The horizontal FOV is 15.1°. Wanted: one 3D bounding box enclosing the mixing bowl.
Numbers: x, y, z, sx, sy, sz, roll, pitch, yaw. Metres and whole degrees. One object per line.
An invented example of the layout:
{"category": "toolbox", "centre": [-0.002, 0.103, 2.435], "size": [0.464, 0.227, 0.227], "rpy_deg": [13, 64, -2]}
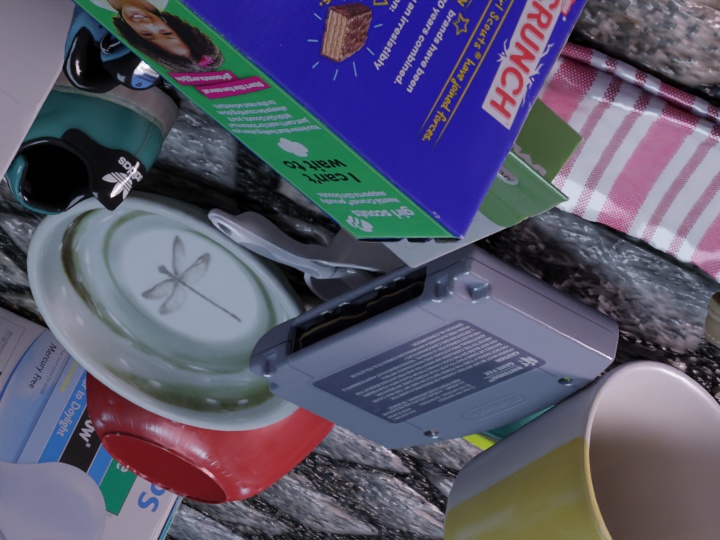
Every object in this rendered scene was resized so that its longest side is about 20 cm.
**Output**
{"category": "mixing bowl", "centre": [-0.112, 0.089, 1.857], "size": [0.200, 0.109, 0.200], "rpy_deg": [23, 159, 9]}

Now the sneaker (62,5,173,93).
{"category": "sneaker", "centre": [-0.083, -0.125, 1.333], "size": [0.078, 0.090, 0.200], "rpy_deg": [34, 157, -22]}

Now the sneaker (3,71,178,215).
{"category": "sneaker", "centre": [-0.199, -0.078, 1.590], "size": [0.200, 0.080, 0.071], "rpy_deg": [7, 153, 41]}

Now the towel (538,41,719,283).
{"category": "towel", "centre": [0.157, -0.042, 1.341], "size": [0.200, 0.030, 0.146], "rpy_deg": [25, 159, 3]}

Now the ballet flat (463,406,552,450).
{"category": "ballet flat", "centre": [0.123, 0.105, 1.705], "size": [0.200, 0.067, 0.067], "rpy_deg": [32, 180, -9]}

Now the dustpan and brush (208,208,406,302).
{"category": "dustpan and brush", "centre": [0.000, 0.000, 1.577], "size": [0.200, 0.057, 0.139], "rpy_deg": [35, 157, -23]}

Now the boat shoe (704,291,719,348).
{"category": "boat shoe", "centre": [0.252, 0.080, 1.442], "size": [0.200, 0.065, 0.072], "rpy_deg": [32, -170, -25]}

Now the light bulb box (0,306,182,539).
{"category": "light bulb box", "centre": [-0.240, 0.160, 2.046], "size": [0.200, 0.199, 0.125], "rpy_deg": [24, 161, 1]}

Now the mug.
{"category": "mug", "centre": [0.118, 0.150, 1.584], "size": [0.153, 0.186, 0.150], "rpy_deg": [-25, 87, 43]}

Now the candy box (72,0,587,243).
{"category": "candy box", "centre": [-0.006, -0.133, 1.112], "size": [0.200, 0.169, 0.077], "rpy_deg": [39, 159, -32]}

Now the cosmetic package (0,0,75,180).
{"category": "cosmetic package", "centre": [-0.280, -0.101, 1.462], "size": [0.165, 0.200, 0.165], "rpy_deg": [37, 157, -26]}

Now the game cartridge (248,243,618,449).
{"category": "game cartridge", "centre": [0.046, 0.048, 1.565], "size": [0.133, 0.041, 0.200], "rpy_deg": [31, 145, -29]}

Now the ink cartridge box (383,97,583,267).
{"category": "ink cartridge box", "centre": [0.038, -0.069, 1.330], "size": [0.104, 0.059, 0.200], "rpy_deg": [41, 161, -10]}

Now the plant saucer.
{"category": "plant saucer", "centre": [-0.111, 0.015, 1.714], "size": [0.200, 0.050, 0.200], "rpy_deg": [17, 139, 16]}
